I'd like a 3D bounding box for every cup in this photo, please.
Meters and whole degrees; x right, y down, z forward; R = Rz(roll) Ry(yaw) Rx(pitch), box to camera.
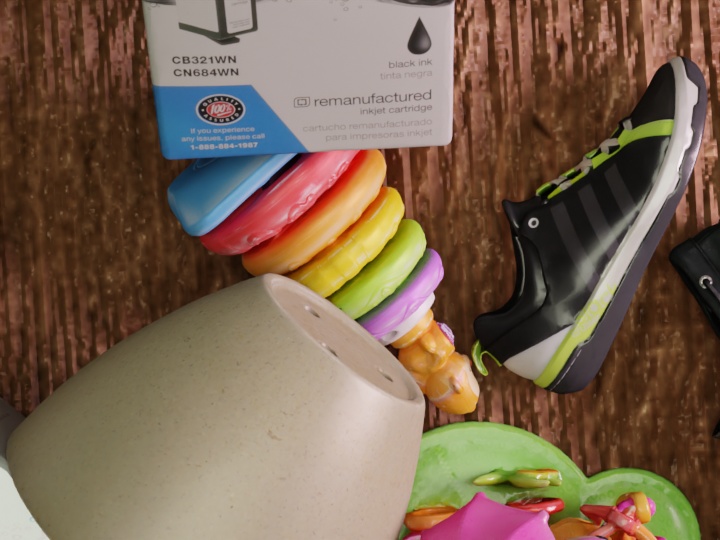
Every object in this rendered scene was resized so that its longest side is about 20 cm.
[{"bbox_3d":[-0.051,0.087,0.953,0.200,0.200,0.143,38,100,-2],"label":"cup"}]

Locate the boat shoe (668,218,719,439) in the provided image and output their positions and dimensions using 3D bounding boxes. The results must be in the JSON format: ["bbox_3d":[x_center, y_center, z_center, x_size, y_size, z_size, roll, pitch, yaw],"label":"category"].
[{"bbox_3d":[0.217,0.068,1.042,0.066,0.075,0.200,-18,90,1],"label":"boat shoe"}]

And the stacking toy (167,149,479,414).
[{"bbox_3d":[0.000,0.000,1.031,0.110,0.116,0.200,-41,103,-2],"label":"stacking toy"}]

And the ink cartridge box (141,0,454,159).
[{"bbox_3d":[-0.030,-0.156,0.893,0.145,0.085,0.201,-3,134,0],"label":"ink cartridge box"}]

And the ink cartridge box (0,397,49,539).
[{"bbox_3d":[-0.193,0.162,0.995,0.200,0.145,0.145,39,90,-1],"label":"ink cartridge box"}]

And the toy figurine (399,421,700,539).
[{"bbox_3d":[0.092,0.157,0.984,0.199,0.184,0.151,-4,91,-2],"label":"toy figurine"}]

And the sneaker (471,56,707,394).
[{"bbox_3d":[0.118,-0.030,1.040,0.083,0.072,0.201,24,90,0],"label":"sneaker"}]
